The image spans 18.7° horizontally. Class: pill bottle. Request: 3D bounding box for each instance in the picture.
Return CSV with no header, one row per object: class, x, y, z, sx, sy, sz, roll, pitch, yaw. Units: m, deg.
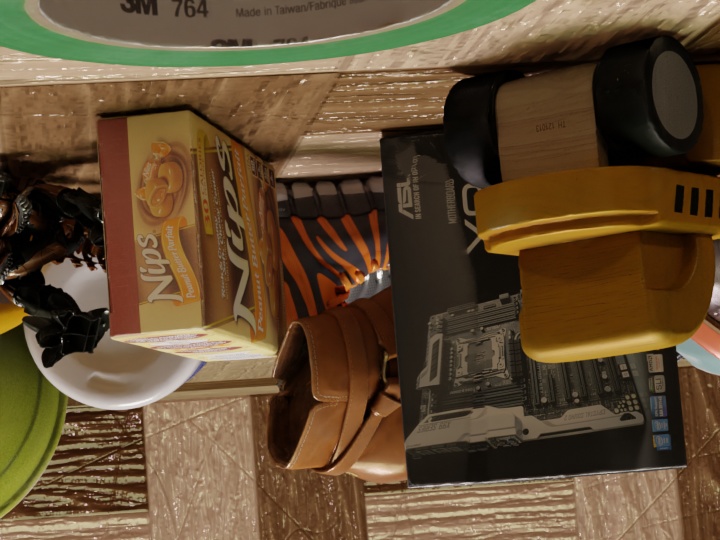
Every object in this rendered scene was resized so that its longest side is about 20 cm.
pill bottle,-0.152,0.027,1.464,0.120,0.120,0.200,-4,-179,1

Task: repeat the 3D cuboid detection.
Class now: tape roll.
tape roll,-0.037,-0.111,0.714,0.200,0.048,0.200,-4,174,-1

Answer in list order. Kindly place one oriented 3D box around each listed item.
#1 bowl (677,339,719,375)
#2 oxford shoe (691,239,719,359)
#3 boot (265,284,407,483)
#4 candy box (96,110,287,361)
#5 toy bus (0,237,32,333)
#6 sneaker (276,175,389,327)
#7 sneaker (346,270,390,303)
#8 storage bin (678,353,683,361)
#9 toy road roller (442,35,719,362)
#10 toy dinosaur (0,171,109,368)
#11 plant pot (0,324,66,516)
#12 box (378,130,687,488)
bowl,0.266,0.006,1.411,0.201,0.105,0.201,-3,-167,1
oxford shoe,0.180,-0.025,1.291,0.200,0.071,0.073,33,127,-8
boot,0.021,0.029,1.298,0.155,0.200,0.074,3,-177,-38
candy box,-0.089,-0.014,1.207,0.055,0.116,0.200,-6,173,9
toy bus,-0.263,0.012,1.293,0.065,0.078,0.200,-26,175,31
sneaker,0.000,0.000,1.392,0.200,0.112,0.078,-4,173,-2
sneaker,0.032,-0.012,1.602,0.200,0.075,0.082,-6,-148,-44
storage bin,0.147,0.029,1.558,0.135,0.094,0.200,-27,161,7
toy road roller,0.136,-0.028,1.100,0.123,0.146,0.200,-9,172,36
toy dinosaur,-0.187,-0.023,1.257,0.136,0.102,0.200,27,-152,34
plant pot,-0.318,0.065,1.443,0.200,0.201,0.193,-5,162,8
box,0.096,0.017,1.237,0.157,0.200,0.050,-4,177,3
